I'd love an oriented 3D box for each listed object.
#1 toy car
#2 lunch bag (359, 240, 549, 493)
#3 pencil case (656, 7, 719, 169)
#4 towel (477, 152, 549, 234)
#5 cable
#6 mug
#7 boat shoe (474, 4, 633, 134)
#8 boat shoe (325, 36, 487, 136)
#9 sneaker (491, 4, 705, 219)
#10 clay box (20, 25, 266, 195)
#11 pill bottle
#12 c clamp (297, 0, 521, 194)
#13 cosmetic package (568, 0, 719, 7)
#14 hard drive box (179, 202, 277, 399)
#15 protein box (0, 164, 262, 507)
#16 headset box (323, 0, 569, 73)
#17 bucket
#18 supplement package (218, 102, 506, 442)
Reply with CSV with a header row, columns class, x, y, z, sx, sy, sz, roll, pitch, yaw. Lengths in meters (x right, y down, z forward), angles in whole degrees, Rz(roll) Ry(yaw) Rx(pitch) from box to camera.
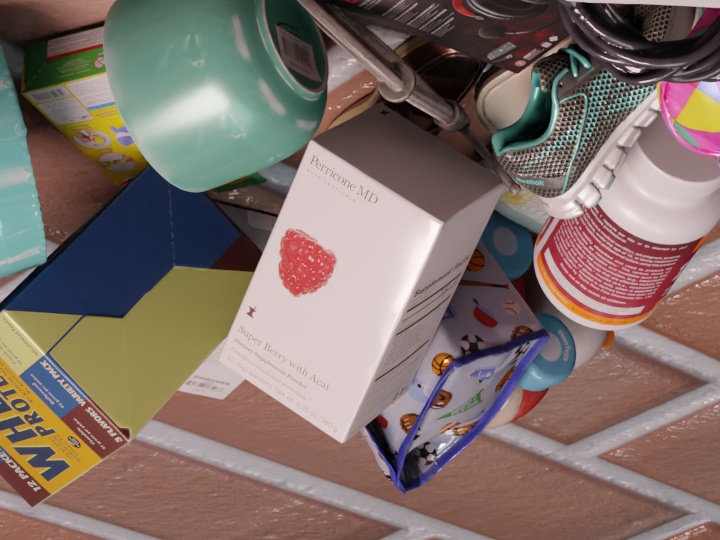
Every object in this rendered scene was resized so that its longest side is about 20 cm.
class,x,y,z,sx,sy,sz,roll,pitch,yaw
toy car,0.142,0.029,2.045,0.199,0.178,0.184,-18,173,-37
lunch bag,0.034,0.062,1.927,0.123,0.171,0.200,-15,151,-33
pencil case,0.272,-0.154,1.633,0.088,0.200,0.089,16,132,18
towel,0.213,-0.076,1.930,0.199,0.049,0.171,24,138,-39
cable,0.194,-0.216,1.539,0.163,0.201,0.051,-33,-179,-6
mug,-0.088,-0.152,1.680,0.114,0.185,0.153,-21,114,25
boat shoe,0.175,-0.167,1.762,0.199,0.063,0.073,-26,113,14
boat shoe,0.037,-0.113,1.818,0.072,0.073,0.200,16,145,-31
sneaker,0.167,-0.135,1.682,0.091,0.078,0.201,26,101,-28
clay box,-0.160,-0.117,1.818,0.114,0.048,0.200,-11,152,20
pill bottle,0.213,-0.048,1.819,0.112,0.114,0.200,5,149,-14
c clamp,0.030,-0.137,1.676,0.027,0.171,0.200,-46,157,9
cosmetic package,0.202,-0.282,1.395,0.165,0.202,0.168,1,151,-8
hard drive box,-0.141,0.025,2.047,0.155,0.077,0.200,14,148,-28
protein box,-0.203,0.047,1.833,0.135,0.199,0.200,46,146,-6
headset box,0.073,-0.225,1.616,0.199,0.076,0.148,17,146,-32
bucket,-0.312,-0.075,1.721,0.134,0.209,0.208,-13,153,-13
supplement package,0.000,0.000,1.758,0.121,0.120,0.201,32,118,15
